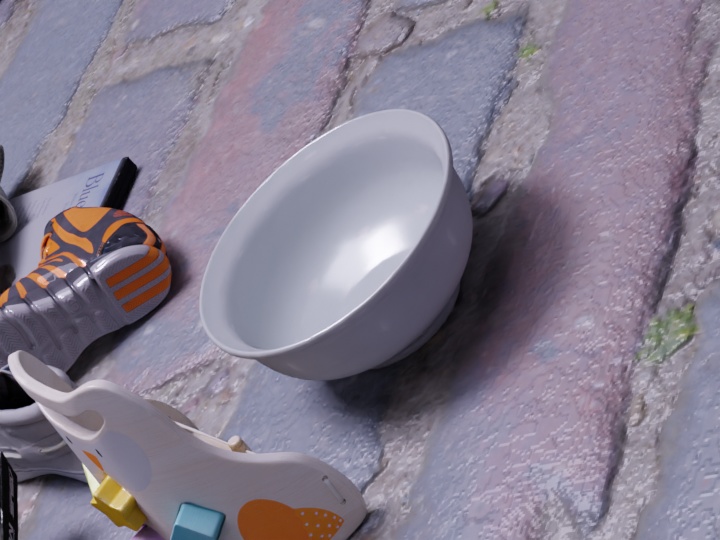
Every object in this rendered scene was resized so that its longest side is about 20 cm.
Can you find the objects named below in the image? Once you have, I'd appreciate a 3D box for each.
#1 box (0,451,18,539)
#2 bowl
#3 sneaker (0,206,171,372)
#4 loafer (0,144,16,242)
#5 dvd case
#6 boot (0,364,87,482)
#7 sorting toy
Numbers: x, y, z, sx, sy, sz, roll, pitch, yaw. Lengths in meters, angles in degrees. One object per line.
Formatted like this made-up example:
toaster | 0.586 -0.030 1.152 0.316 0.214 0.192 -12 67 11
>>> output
box | -0.323 0.223 1.419 0.200 0.048 0.193 -9 56 3
bowl | 0.000 0.000 1.398 0.201 0.090 0.201 -29 34 22
sneaker | -0.240 0.022 1.654 0.200 0.078 0.112 -26 32 -4
loafer | -0.320 -0.045 1.821 0.070 0.070 0.200 2 37 4
dvd case | -0.281 -0.015 1.808 0.200 0.018 0.143 -16 40 37
boot | -0.244 0.100 1.552 0.200 0.096 0.074 -4 49 47
sorting toy | -0.130 0.112 1.326 0.107 0.180 0.200 -54 32 -16
